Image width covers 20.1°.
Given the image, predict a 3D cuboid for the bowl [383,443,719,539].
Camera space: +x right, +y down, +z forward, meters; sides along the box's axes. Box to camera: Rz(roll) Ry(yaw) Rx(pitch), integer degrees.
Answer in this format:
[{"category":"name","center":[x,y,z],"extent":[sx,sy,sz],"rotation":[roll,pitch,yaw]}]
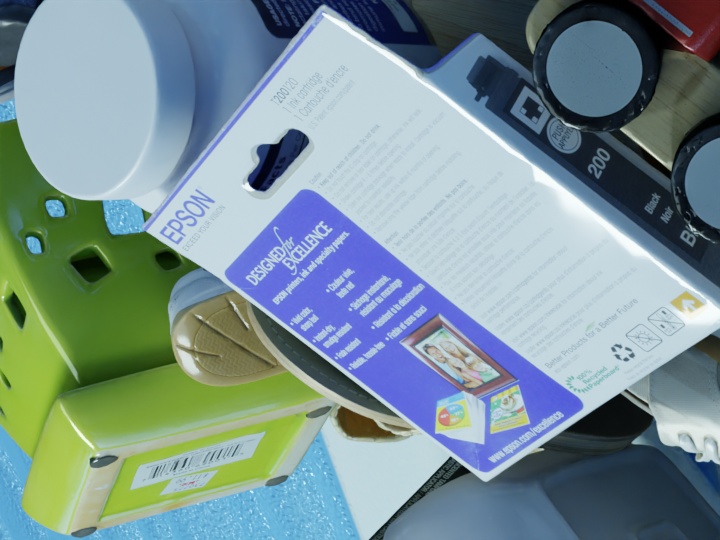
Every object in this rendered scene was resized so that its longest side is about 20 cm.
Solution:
[{"category":"bowl","center":[0.131,0.161,0.972],"extent":[0.200,0.199,0.075],"rotation":[51,119,22]}]

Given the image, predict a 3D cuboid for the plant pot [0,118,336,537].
[{"category":"plant pot","center":[-0.114,0.028,1.120],"extent":[0.199,0.199,0.182],"rotation":[121,133,-60]}]

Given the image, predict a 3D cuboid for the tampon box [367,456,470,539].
[{"category":"tampon box","center":[0.106,0.213,1.155],"extent":[0.199,0.150,0.127],"rotation":[20,142,41]}]

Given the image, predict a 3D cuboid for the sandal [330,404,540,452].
[{"category":"sandal","center":[0.014,0.069,1.174],"extent":[0.211,0.070,0.078],"rotation":[21,142,41]}]

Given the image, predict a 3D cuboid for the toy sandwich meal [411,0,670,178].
[{"category":"toy sandwich meal","center":[0.103,-0.066,0.896],"extent":[0.205,0.070,0.206],"rotation":[35,149,24]}]

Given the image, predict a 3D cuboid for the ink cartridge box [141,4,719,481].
[{"category":"ink cartridge box","center":[0.030,-0.013,0.841],"extent":[0.200,0.044,0.198],"rotation":[36,144,-9]}]

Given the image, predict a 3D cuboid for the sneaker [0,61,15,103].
[{"category":"sneaker","center":[-0.192,-0.161,1.073],"extent":[0.077,0.200,0.113],"rotation":[-14,115,24]}]

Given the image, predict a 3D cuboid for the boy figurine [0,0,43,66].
[{"category":"boy figurine","center":[-0.152,-0.196,1.024],"extent":[0.124,0.201,0.064],"rotation":[14,157,-29]}]

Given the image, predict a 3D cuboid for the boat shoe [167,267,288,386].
[{"category":"boat shoe","center":[0.000,0.000,1.013],"extent":[0.069,0.199,0.071],"rotation":[-112,14,-57]}]

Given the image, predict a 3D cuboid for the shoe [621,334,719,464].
[{"category":"shoe","center":[0.137,0.051,0.901],"extent":[0.200,0.053,0.070],"rotation":[42,175,36]}]

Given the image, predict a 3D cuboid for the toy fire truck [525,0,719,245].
[{"category":"toy fire truck","center":[0.178,-0.099,0.720],"extent":[0.176,0.129,0.200],"rotation":[39,108,1]}]

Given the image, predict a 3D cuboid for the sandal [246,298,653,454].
[{"category":"sandal","center":[0.033,0.059,0.975],"extent":[0.210,0.078,0.070],"rotation":[14,144,-18]}]

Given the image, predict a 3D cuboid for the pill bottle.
[{"category":"pill bottle","center":[-0.055,-0.082,0.941],"extent":[0.115,0.199,0.117],"rotation":[2,94,40]}]
